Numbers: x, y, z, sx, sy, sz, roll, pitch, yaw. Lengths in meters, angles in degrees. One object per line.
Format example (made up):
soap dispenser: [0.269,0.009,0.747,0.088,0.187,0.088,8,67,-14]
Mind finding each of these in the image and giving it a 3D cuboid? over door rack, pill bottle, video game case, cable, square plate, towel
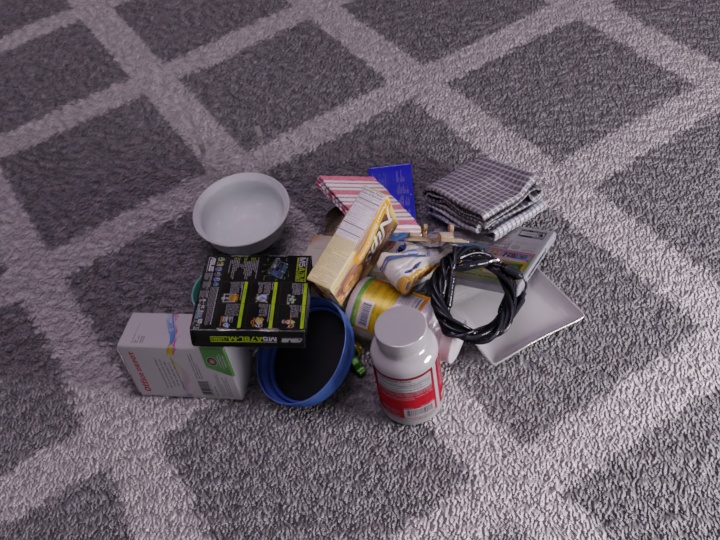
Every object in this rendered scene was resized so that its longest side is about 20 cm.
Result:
over door rack: [-0.269,-0.209,1.972,0.147,0.067,0.200,-13,67,-1]
pill bottle: [0.082,0.093,1.591,0.200,0.111,0.111,20,53,20]
video game case: [0.245,-0.030,1.710,0.200,0.022,0.182,11,43,32]
cable: [0.195,0.039,1.540,0.163,0.051,0.200,41,56,3]
square plate: [0.269,0.070,1.637,0.198,0.028,0.200,-26,47,-14]
towel: [0.014,-0.128,1.780,0.146,0.030,0.200,-3,38,-36]
pill bottle: [0.076,0.155,1.474,0.112,0.200,0.112,-5,46,6]
towel: [0.245,-0.148,1.783,0.165,0.086,0.200,-30,36,-25]

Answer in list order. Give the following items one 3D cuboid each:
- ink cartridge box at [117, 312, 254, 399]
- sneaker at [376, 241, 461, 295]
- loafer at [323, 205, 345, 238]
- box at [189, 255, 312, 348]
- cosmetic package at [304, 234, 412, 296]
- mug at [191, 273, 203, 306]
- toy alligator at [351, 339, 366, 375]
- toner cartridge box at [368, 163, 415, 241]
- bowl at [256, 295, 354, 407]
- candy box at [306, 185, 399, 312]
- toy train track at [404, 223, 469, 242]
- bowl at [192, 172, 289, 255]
ink cartridge box: [-0.308,0.152,1.593,0.200,0.145,0.084,1,45,13]
sneaker: [0.113,-0.024,1.613,0.088,0.075,0.200,42,34,24]
loafer: [-0.028,-0.093,1.814,0.076,0.068,0.200,-33,16,22]
box: [-0.183,0.050,1.546,0.193,0.048,0.200,2,40,-1]
cosmetic package: [0.000,0.000,1.707,0.200,0.103,0.087,6,50,15]
mug: [-0.211,0.069,1.664,0.185,0.115,0.152,15,51,32]
toy alligator: [-0.055,0.118,1.638,0.059,0.054,0.200,-32,49,-19]
toner cartridge box: [0.066,-0.139,1.866,0.095,0.043,0.200,-6,46,6]
bowl: [-0.095,0.144,1.573,0.200,0.039,0.201,-18,57,30]
candy box: [-0.010,-0.037,1.594,0.055,0.115,0.200,25,75,21]
toy train track: [0.125,-0.068,1.637,0.114,0.033,0.200,2,1,-15]
bowl: [-0.238,-0.100,1.850,0.201,0.090,0.201,-4,52,5]
